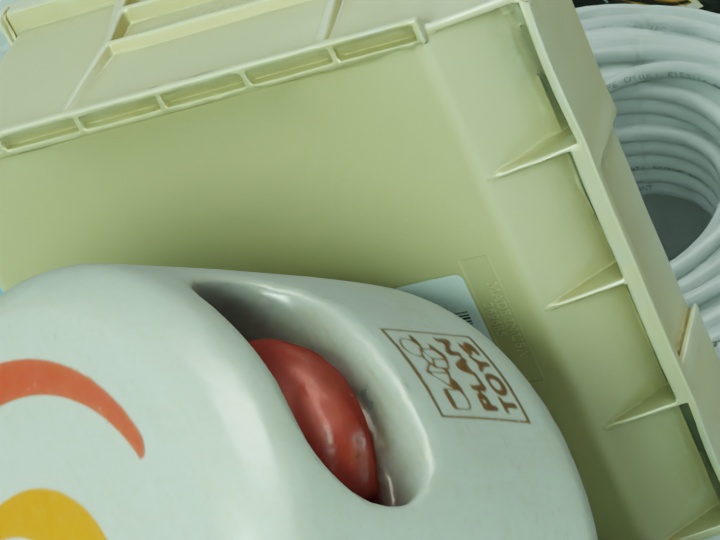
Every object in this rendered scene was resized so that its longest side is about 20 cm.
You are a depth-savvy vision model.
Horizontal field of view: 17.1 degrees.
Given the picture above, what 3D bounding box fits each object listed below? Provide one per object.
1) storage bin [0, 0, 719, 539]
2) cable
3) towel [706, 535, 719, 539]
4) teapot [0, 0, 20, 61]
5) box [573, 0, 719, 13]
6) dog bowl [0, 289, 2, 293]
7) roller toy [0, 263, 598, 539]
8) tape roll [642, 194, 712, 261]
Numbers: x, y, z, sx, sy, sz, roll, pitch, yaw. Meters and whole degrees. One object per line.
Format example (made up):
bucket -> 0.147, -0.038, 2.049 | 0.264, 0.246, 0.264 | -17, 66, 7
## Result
storage bin -> 0.000, 0.000, 0.742 | 0.198, 0.200, 0.094 | -13, 29, 25
cable -> 0.103, -0.017, 0.926 | 0.199, 0.069, 0.200 | -2, 50, 19
towel -> 0.114, 0.118, 0.767 | 0.171, 0.048, 0.200 | 1, 27, -7
teapot -> -0.191, -0.128, 0.899 | 0.200, 0.146, 0.198 | 23, 43, -29
box -> 0.117, -0.130, 1.187 | 0.200, 0.049, 0.160 | -1, 33, -38
dog bowl -> -0.207, -0.004, 0.907 | 0.199, 0.112, 0.050 | 0, 14, -7
roller toy -> -0.031, 0.092, 0.633 | 0.139, 0.183, 0.200 | 5, -7, -43
tape roll -> 0.206, -0.039, 1.058 | 0.202, 0.071, 0.203 | 2, 28, -1
